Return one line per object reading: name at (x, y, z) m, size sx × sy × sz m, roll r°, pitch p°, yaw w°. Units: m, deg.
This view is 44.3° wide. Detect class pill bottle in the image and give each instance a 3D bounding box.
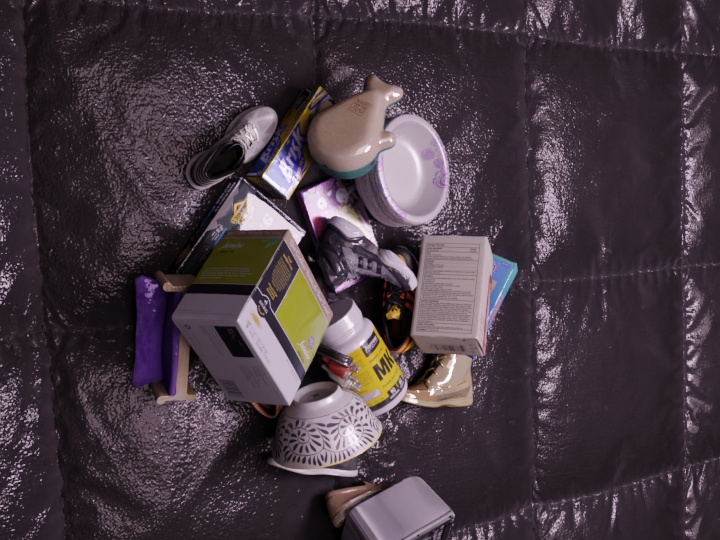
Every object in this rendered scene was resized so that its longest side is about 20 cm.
pill bottle at (-0.005, 0.160, 1.626) m, size 0.114 × 0.114 × 0.201 m, roll -40°, pitch 112°, yaw -23°

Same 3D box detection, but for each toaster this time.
toaster at (0.060, 0.505, 1.642) m, size 0.199 × 0.119 × 0.182 m, roll -22°, pitch 140°, yaw -28°

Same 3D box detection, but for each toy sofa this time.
toy sofa at (-0.314, 0.107, 1.426) m, size 0.097 × 0.083 × 0.202 m, roll 1°, pitch 103°, yaw -24°

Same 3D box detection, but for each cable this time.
cable at (-0.083, 0.147, 1.540) m, size 0.198 × 0.097 × 0.051 m, roll 25°, pitch 75°, yaw 10°

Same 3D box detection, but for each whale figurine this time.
whale figurine at (-0.005, -0.244, 1.533) m, size 0.201 × 0.158 × 0.104 m, roll -56°, pitch 160°, yaw -22°

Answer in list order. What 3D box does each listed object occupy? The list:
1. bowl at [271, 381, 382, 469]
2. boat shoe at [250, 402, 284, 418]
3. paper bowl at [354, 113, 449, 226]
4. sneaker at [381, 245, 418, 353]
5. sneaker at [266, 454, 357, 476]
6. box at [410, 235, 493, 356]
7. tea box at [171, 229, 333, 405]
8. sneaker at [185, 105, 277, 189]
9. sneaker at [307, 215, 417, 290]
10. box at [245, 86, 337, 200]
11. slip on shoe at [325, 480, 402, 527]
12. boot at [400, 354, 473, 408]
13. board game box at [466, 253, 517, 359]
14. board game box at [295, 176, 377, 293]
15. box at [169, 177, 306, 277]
bowl at (-0.069, 0.254, 1.540) m, size 0.199 × 0.200 × 0.095 m, roll -22°, pitch 107°, yaw -28°
boat shoe at (-0.189, 0.171, 1.524) m, size 0.075 × 0.072 × 0.201 m, roll -29°, pitch 112°, yaw 16°
paper bowl at (0.067, -0.182, 1.642) m, size 0.199 × 0.104 × 0.203 m, roll 4°, pitch 84°, yaw -43°
sneaker at (0.074, 0.057, 1.658) m, size 0.090 × 0.069 × 0.203 m, roll -27°, pitch 116°, yaw -71°
sneaker at (-0.082, 0.320, 1.618) m, size 0.199 × 0.070 × 0.100 m, roll 12°, pitch 85°, yaw -38°
box at (0.173, 0.047, 1.649) m, size 0.109 × 0.126 × 0.202 m, roll 56°, pitch 40°, yaw -62°
tea box at (-0.164, 0.072, 1.407) m, size 0.198 × 0.132 × 0.201 m, roll -62°, pitch 141°, yaw -38°
sneaker at (-0.195, -0.207, 1.486) m, size 0.201 × 0.115 × 0.076 m, roll -46°, pitch 114°, yaw -21°
sneaker at (0.000, 0.000, 1.600) m, size 0.199 × 0.075 × 0.114 m, roll 37°, pitch 82°, yaw -5°
box at (-0.115, -0.225, 1.563) m, size 0.070 × 0.064 × 0.201 m, roll 40°, pitch 72°, yaw -31°
slip on shoe at (0.017, 0.428, 1.688) m, size 0.199 × 0.076 × 0.061 m, roll -12°, pitch 57°, yaw -38°
boot at (0.148, 0.190, 1.747) m, size 0.198 × 0.073 × 0.157 m, roll 5°, pitch 91°, yaw -33°
board game box at (0.197, 0.050, 1.729) m, size 0.201 × 0.151 × 0.045 m, roll -61°, pitch 158°, yaw -13°
board game box at (-0.036, -0.073, 1.646) m, size 0.119 × 0.032 × 0.202 m, roll -26°, pitch 106°, yaw -23°
box at (-0.210, -0.034, 1.527) m, size 0.159 × 0.046 × 0.201 m, roll 41°, pitch 73°, yaw -27°
